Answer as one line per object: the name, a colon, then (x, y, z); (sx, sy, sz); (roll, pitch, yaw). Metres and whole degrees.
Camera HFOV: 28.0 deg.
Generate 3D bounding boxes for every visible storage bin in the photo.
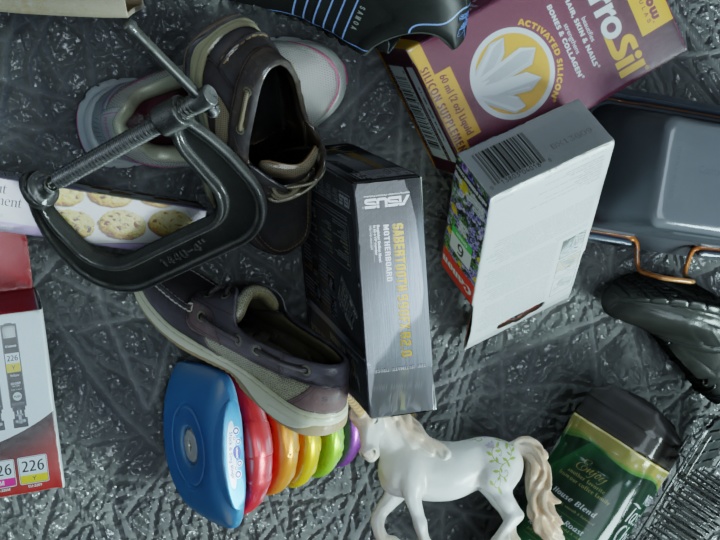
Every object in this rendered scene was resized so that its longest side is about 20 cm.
storage bin: (0.266, -0.060, 1.118); (0.199, 0.134, 0.147); (8, 95, -16)

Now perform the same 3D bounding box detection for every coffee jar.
coffee jar: (0.178, 0.190, 1.158); (0.085, 0.104, 0.201); (32, 91, 25)

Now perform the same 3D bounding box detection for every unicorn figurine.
unicorn figurine: (0.056, 0.158, 1.082); (0.199, 0.074, 0.138); (1, 85, -30)

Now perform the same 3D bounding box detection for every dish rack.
dish rack: (0.260, 0.205, 1.164); (0.054, 0.153, 0.201); (33, 99, 21)

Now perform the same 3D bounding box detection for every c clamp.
c clamp: (-0.153, -0.063, 0.961); (0.199, 0.027, 0.171); (-29, 122, 33)

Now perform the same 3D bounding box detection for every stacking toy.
stacking toy: (-0.039, 0.119, 1.096); (0.199, 0.110, 0.117); (-6, 96, -30)

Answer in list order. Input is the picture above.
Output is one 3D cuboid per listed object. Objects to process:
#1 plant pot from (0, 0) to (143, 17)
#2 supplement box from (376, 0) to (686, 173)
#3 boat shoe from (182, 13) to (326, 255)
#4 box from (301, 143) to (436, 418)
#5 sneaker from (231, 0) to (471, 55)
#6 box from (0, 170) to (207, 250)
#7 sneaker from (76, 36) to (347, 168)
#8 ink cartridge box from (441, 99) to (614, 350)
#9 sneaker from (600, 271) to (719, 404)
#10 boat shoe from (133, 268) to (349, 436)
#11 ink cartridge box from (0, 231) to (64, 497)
plant pot: (-0.241, -0.258, 0.914); (0.176, 0.200, 0.201); (-6, 102, -5)
supplement box: (0.128, -0.168, 1.085); (0.199, 0.086, 0.111); (-31, 108, -9)
boat shoe: (-0.065, -0.076, 0.975); (0.074, 0.073, 0.201); (-38, 141, -19)
box: (0.000, 0.000, 1.020); (0.048, 0.200, 0.159); (-8, 102, -12)
sneaker: (-0.019, -0.190, 1.011); (0.199, 0.070, 0.078); (5, 124, 26)
box: (-0.211, -0.043, 1.035); (0.199, 0.039, 0.042); (9, 98, -18)
sneaker: (-0.099, -0.113, 1.028); (0.199, 0.088, 0.082); (-18, 105, -12)
ink cartridge box: (0.119, -0.030, 1.091); (0.109, 0.050, 0.200); (-25, 150, -19)
sneaker: (0.284, 0.061, 1.186); (0.199, 0.076, 0.091); (16, 105, -15)
boat shoe: (-0.081, 0.038, 1.019); (0.072, 0.200, 0.065); (-14, 132, -48)
ink cartridge box: (-0.318, 0.073, 1.003); (0.199, 0.084, 0.177); (-8, 102, -14)
